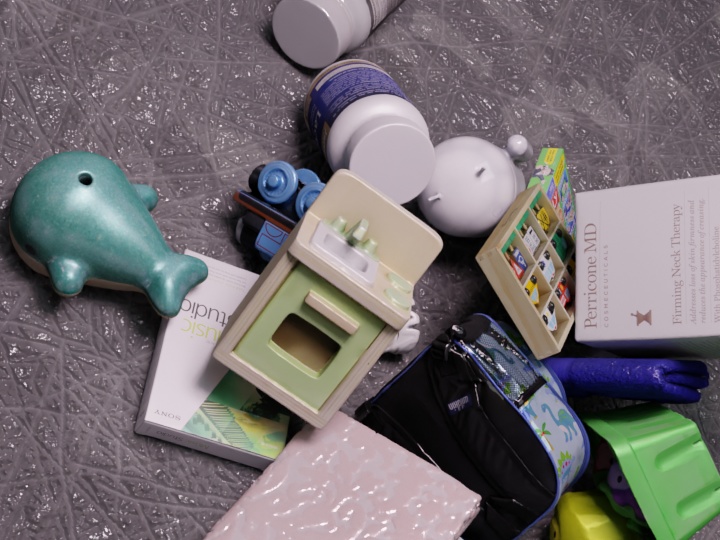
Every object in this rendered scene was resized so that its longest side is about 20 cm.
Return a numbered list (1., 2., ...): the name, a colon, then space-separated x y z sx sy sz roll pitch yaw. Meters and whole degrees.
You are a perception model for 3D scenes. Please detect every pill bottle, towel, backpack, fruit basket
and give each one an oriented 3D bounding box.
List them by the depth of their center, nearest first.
1. towel: -0.014 0.234 1.082 0.191 0.032 0.200 28 49 20
2. backpack: 0.129 0.160 1.191 0.200 0.183 0.147 50 38 8
3. fruit basket: 0.262 0.238 1.233 0.216 0.216 0.156 -26 92 -38
4. towel: 0.259 0.119 1.270 0.148 0.200 0.050 6 84 -52
5. pill bottle: 0.010 -0.152 1.300 0.116 0.116 0.200 15 21 -21
6. pill bottle: -0.018 -0.339 1.452 0.114 0.114 0.200 41 51 -2

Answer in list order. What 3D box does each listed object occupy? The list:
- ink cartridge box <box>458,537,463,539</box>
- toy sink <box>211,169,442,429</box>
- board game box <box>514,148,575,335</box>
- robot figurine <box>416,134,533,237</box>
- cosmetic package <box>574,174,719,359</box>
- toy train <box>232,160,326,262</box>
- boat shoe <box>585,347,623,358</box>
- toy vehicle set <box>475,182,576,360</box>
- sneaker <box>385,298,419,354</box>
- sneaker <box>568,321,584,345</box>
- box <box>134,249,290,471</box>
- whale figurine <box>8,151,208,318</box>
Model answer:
1. ink cartridge box: 0.076 0.344 1.114 0.200 0.084 0.146 43 50 0
2. toy sink: -0.028 0.026 1.112 0.130 0.200 0.112 36 17 -7
3. board game box: 0.215 -0.031 1.398 0.029 0.135 0.200 5 47 25
4. robot figurine: 0.127 -0.094 1.354 0.113 0.170 0.200 49 11 9
5. cosmetic package: 0.351 0.003 1.243 0.166 0.200 0.167 17 71 -53
6. toy train: -0.049 -0.035 1.232 0.200 0.114 0.087 30 8 23
7. boat shoe: 0.342 0.087 1.419 0.200 0.069 0.057 -24 82 -48
8. toy vehicle set: 0.188 -0.004 1.243 0.124 0.027 0.200 57 30 -10
9. sneaker: 0.000 0.000 1.290 0.081 0.075 0.200 -8 66 -23
10. sneaker: 0.299 0.003 1.396 0.076 0.116 0.200 45 34 -4
11. box: -0.134 0.089 1.180 0.144 0.036 0.200 20 56 -18
12. whale figurine: -0.243 -0.039 1.141 0.200 0.104 0.159 33 51 4
